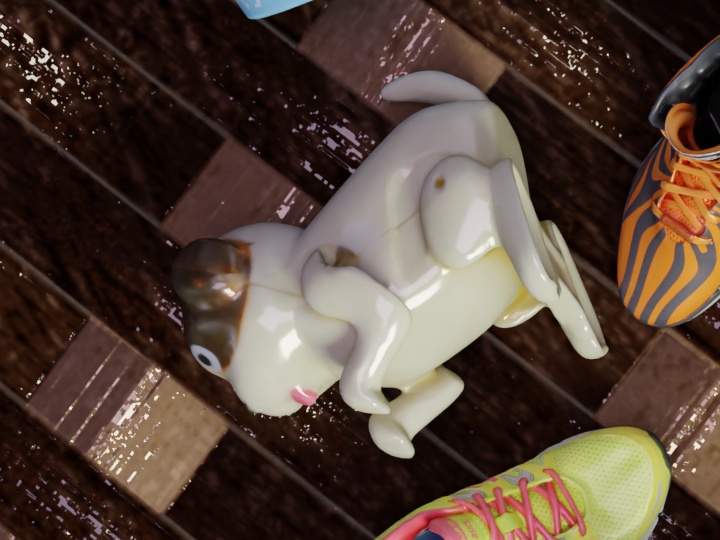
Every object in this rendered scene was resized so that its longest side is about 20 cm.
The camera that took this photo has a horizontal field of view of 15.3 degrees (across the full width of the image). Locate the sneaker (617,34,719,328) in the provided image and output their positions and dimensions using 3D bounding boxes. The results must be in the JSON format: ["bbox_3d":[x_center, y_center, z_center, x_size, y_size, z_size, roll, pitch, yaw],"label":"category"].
[{"bbox_3d":[0.170,-0.054,1.357,0.077,0.112,0.201,30,113,18],"label":"sneaker"}]

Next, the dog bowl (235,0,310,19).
[{"bbox_3d":[0.014,-0.188,1.403,0.199,0.112,0.050,-22,100,9],"label":"dog bowl"}]

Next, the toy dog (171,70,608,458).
[{"bbox_3d":[0.000,0.000,1.394,0.199,0.140,0.194,-25,74,9],"label":"toy dog"}]

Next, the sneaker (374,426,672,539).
[{"bbox_3d":[0.073,0.143,1.397,0.200,0.090,0.078,-31,71,4],"label":"sneaker"}]
